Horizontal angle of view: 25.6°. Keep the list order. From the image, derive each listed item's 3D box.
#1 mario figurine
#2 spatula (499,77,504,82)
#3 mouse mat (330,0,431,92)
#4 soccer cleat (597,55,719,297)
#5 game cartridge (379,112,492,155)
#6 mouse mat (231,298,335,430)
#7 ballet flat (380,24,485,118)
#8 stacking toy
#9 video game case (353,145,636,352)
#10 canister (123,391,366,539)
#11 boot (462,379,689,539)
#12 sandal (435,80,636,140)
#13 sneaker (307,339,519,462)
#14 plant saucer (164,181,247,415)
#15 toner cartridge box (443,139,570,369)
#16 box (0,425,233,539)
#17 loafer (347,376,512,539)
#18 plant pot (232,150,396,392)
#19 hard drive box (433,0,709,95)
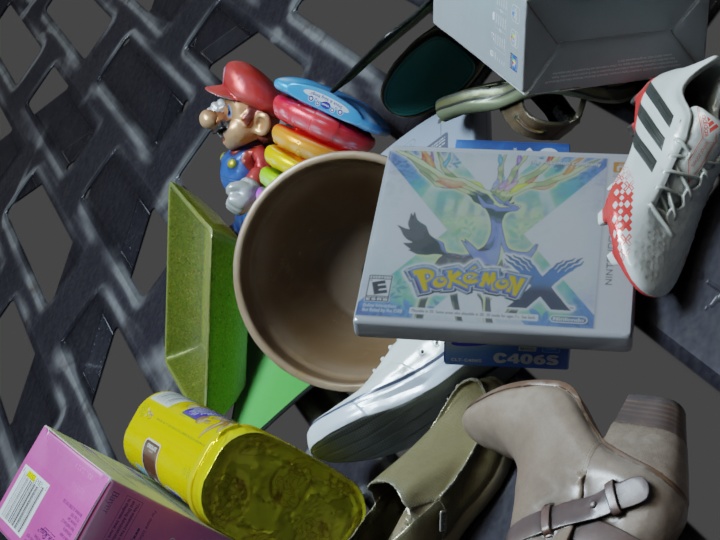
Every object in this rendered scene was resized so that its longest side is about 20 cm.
[{"bbox_3d":[-0.134,-0.114,1.617,0.123,0.106,0.200,11,107,37],"label":"mario figurine"},{"bbox_3d":[0.120,-0.170,1.443,0.200,0.021,0.057,-39,11,37],"label":"spatula"},{"bbox_3d":[0.063,-0.242,1.450,0.200,0.008,0.161,-43,4,-22],"label":"mouse mat"},{"bbox_3d":[0.227,-0.072,1.140,0.085,0.069,0.200,-30,34,47],"label":"soccer cleat"},{"bbox_3d":[0.045,-0.068,1.450,0.200,0.042,0.133,-36,31,34],"label":"game cartridge"},{"bbox_3d":[-0.072,0.074,1.476,0.200,0.008,0.161,-45,30,48],"label":"mouse mat"},{"bbox_3d":[0.100,-0.221,1.499,0.200,0.069,0.070,-40,33,25],"label":"ballet flat"},{"bbox_3d":[-0.062,-0.083,1.549,0.200,0.116,0.110,-65,-7,7],"label":"stacking toy"},{"bbox_3d":[0.106,-0.021,1.180,0.200,0.022,0.182,3,49,11],"label":"video game case"},{"bbox_3d":[-0.103,0.172,1.324,0.087,0.148,0.200,-62,27,-7],"label":"canister"},{"bbox_3d":[0.127,0.148,1.051,0.200,0.070,0.146,-8,42,43],"label":"boot"},{"bbox_3d":[0.150,-0.136,1.331,0.201,0.080,0.057,-4,98,49],"label":"sandal"},{"bbox_3d":[0.041,0.087,1.260,0.200,0.073,0.071,-30,48,21],"label":"sneaker"},{"bbox_3d":[-0.149,0.030,1.558,0.200,0.048,0.200,-137,47,-66],"label":"plant saucer"},{"bbox_3d":[0.115,-0.016,1.223,0.043,0.095,0.200,86,-173,-49],"label":"toner cartridge box"},{"bbox_3d":[-0.182,0.232,1.327,0.097,0.200,0.176,-61,29,-6],"label":"box"},{"bbox_3d":[0.050,0.163,1.176,0.076,0.067,0.200,10,70,59],"label":"loafer"},{"bbox_3d":[0.000,0.000,1.344,0.201,0.201,0.093,-52,-10,9],"label":"plant pot"},{"bbox_3d":[0.164,-0.215,1.277,0.200,0.156,0.077,-128,34,-60],"label":"hard drive box"}]
